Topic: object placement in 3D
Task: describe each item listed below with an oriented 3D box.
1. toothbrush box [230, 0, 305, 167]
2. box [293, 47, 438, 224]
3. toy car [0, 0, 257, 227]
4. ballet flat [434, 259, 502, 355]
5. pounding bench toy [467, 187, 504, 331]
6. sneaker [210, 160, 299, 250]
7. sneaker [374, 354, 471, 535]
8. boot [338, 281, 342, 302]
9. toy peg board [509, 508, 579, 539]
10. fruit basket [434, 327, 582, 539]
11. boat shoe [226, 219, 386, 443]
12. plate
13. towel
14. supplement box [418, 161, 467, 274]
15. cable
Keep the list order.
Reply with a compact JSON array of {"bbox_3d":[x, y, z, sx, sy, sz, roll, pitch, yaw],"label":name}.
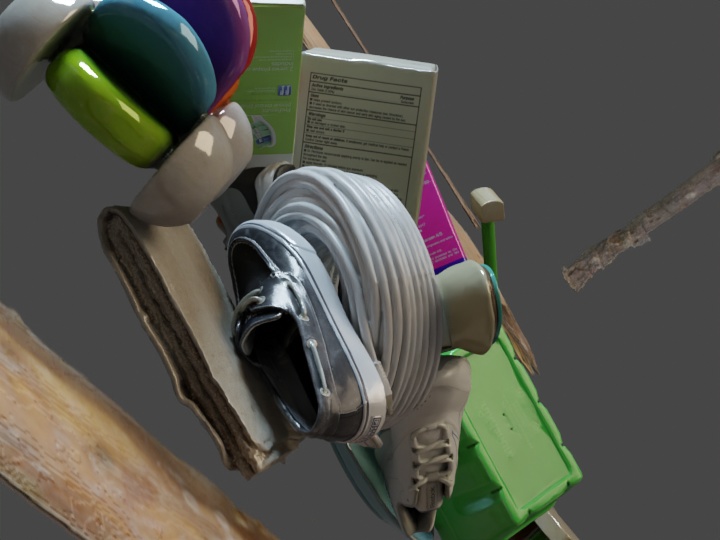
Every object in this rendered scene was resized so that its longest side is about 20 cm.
[{"bbox_3d":[-0.100,-0.193,1.162,0.201,0.085,0.147,99,-15,-47],"label":"toothbrush box"},{"bbox_3d":[-0.002,-0.100,1.266,0.109,0.126,0.203,-67,165,-78],"label":"box"},{"bbox_3d":[-0.134,-0.137,0.898,0.175,0.150,0.200,43,13,-5],"label":"toy car"},{"bbox_3d":[0.064,0.036,1.016,0.070,0.069,0.200,61,-4,7],"label":"ballet flat"},{"bbox_3d":[0.111,0.015,1.595,0.157,0.199,0.125,54,12,-26],"label":"pounding bench toy"},{"bbox_3d":[-0.076,-0.025,1.159,0.201,0.078,0.075,72,27,-53],"label":"sneaker"},{"bbox_3d":[0.055,0.136,1.064,0.201,0.073,0.088,92,-10,-53],"label":"sneaker"},{"bbox_3d":[0.000,0.000,1.144,0.200,0.076,0.140,-161,-112,-74],"label":"boot"},{"bbox_3d":[0.168,0.288,1.501,0.199,0.098,0.200,49,1,38],"label":"toy peg board"},{"bbox_3d":[0.094,0.159,1.271,0.215,0.155,0.218,33,-43,38],"label":"fruit basket"},{"bbox_3d":[-0.056,0.038,0.933,0.067,0.072,0.201,4,43,-41],"label":"boat shoe"},{"bbox_3d":[0.006,0.157,1.197,0.201,0.025,0.201,58,11,-17],"label":"plate"},{"bbox_3d":[-0.107,0.048,0.928,0.201,0.034,0.132,61,9,6],"label":"towel"},{"bbox_3d":[0.031,-0.075,1.404,0.101,0.102,0.202,52,17,-83],"label":"supplement box"},{"bbox_3d":[-0.017,0.023,1.006,0.199,0.069,0.203,0,-87,57],"label":"cable"}]
